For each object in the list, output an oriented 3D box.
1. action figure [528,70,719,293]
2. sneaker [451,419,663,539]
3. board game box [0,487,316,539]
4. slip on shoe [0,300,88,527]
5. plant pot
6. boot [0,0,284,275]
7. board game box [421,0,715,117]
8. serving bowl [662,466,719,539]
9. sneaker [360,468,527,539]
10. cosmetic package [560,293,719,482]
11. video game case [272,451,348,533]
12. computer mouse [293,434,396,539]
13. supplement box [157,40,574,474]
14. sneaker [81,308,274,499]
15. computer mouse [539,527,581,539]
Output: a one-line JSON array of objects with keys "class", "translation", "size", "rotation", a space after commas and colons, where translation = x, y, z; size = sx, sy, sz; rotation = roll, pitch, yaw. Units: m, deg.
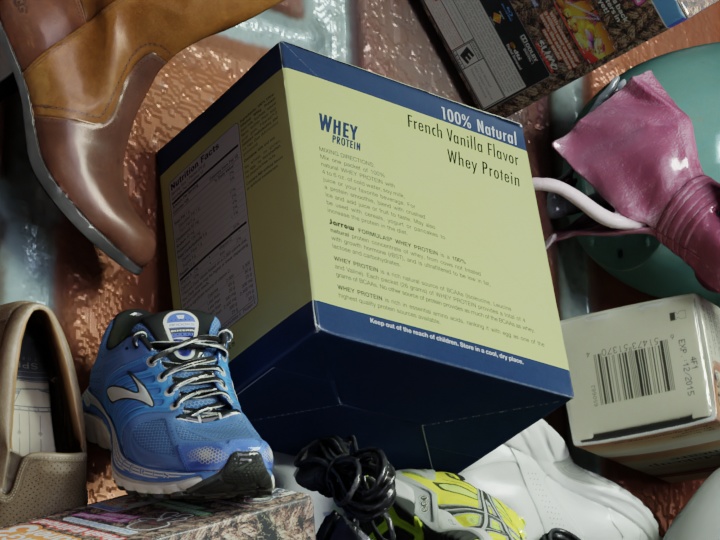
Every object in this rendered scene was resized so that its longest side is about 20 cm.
[{"class": "action figure", "translation": [0.207, -0.038, 1.527], "size": [0.149, 0.134, 0.200], "rotation": [-31, 54, -30]}, {"class": "sneaker", "translation": [0.116, 0.165, 1.584], "size": [0.200, 0.078, 0.099], "rotation": [39, 75, -30]}, {"class": "board game box", "translation": [-0.123, 0.210, 1.295], "size": [0.200, 0.097, 0.160], "rotation": [-12, 100, -43]}, {"class": "slip on shoe", "translation": [-0.179, 0.115, 1.343], "size": [0.076, 0.061, 0.200], "rotation": [6, 70, -39]}, {"class": "plant pot", "translation": [0.240, -0.065, 1.703], "size": [0.161, 0.201, 0.201], "rotation": [-4, 74, -32]}, {"class": "boot", "translation": [-0.113, -0.121, 1.429], "size": [0.200, 0.068, 0.188], "rotation": [-32, 83, -2]}, {"class": "board game box", "translation": [0.141, -0.218, 1.660], "size": [0.097, 0.200, 0.160], "rotation": [-31, 93, -44]}, {"class": "serving bowl", "translation": [0.235, 0.205, 1.614], "size": [0.200, 0.066, 0.200], "rotation": [-44, 145, -42]}, {"class": "sneaker", "translation": [0.075, 0.168, 1.428], "size": [0.076, 0.200, 0.076], "rotation": [-14, 125, -30]}, {"class": "cosmetic package", "translation": [0.214, 0.082, 1.620], "size": [0.200, 0.103, 0.087], "rotation": [22, 57, -62]}, {"class": "video game case", "translation": [-0.026, 0.177, 1.477], "size": [0.182, 0.022, 0.200], "rotation": [-13, 81, -43]}, {"class": "computer mouse", "translation": [-0.020, 0.196, 1.385], "size": [0.053, 0.138, 0.200], "rotation": [-1, 92, -16]}, {"class": "supplement box", "translation": [0.000, 0.000, 1.479], "size": [0.200, 0.134, 0.200], "rotation": [16, 52, -36]}, {"class": "sneaker", "translation": [-0.104, 0.069, 1.331], "size": [0.078, 0.200, 0.089], "rotation": [2, 103, -29]}, {"class": "computer mouse", "translation": [0.087, 0.213, 1.464], "size": [0.200, 0.110, 0.044], "rotation": [-22, 124, -29]}]
